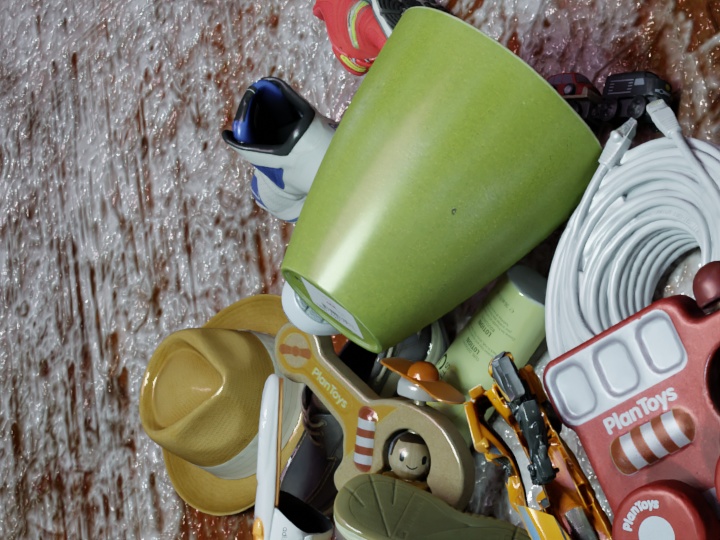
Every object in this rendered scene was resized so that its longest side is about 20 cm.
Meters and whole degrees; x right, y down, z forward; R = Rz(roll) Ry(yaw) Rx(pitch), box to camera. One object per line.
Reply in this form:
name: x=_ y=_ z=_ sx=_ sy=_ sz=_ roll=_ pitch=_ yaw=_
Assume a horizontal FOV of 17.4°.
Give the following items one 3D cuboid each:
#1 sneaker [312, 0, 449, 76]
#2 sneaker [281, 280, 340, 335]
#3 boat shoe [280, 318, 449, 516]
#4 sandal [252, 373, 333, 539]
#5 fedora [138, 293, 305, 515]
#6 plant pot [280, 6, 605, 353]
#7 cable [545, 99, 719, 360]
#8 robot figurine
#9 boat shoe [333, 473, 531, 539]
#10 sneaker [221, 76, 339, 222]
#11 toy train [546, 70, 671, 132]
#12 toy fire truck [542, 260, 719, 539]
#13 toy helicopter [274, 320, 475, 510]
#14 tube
sneaker: x=0.017 y=-0.191 z=1.893 sx=0.085 sy=0.076 sz=0.200 roll=-67 pitch=30 yaw=21
sneaker: x=0.000 y=0.000 z=1.755 sx=0.073 sy=0.200 sz=0.071 roll=52 pitch=133 yaw=1
boat shoe: x=-0.014 y=0.102 z=1.787 sx=0.201 sy=0.073 sz=0.075 roll=-57 pitch=40 yaw=16
sandal: x=-0.049 y=0.180 z=1.731 sx=0.079 sy=0.059 sz=0.209 roll=-87 pitch=0 yaw=-74
fedora: x=-0.120 y=0.102 z=1.907 sx=0.200 sy=0.081 sz=0.202 roll=-23 pitch=58 yaw=43
plant pot: x=0.042 y=-0.047 z=1.645 sx=0.200 sy=0.187 sz=0.187 roll=-51 pitch=37 yaw=-11
cable: x=0.207 y=0.012 z=1.566 sx=0.201 sy=0.069 sz=0.200 roll=-58 pitch=40 yaw=16
robot figurine: x=0.124 y=0.148 z=1.521 sx=0.058 sy=0.145 sz=0.201 roll=-27 pitch=76 yaw=3
boat shoe: x=0.071 y=0.207 z=1.599 sx=0.072 sy=0.200 sz=0.066 roll=-56 pitch=-14 yaw=-34
sneaker: x=-0.056 y=-0.102 z=1.856 sx=0.081 sy=0.115 sz=0.199 roll=-55 pitch=16 yaw=-11
toy train: x=0.151 y=-0.123 z=1.719 sx=0.199 sy=0.034 sz=0.046 roll=0 pitch=71 yaw=50
toy fire truck: x=0.217 y=0.090 z=1.436 sx=0.199 sy=0.112 sz=0.169 roll=-33 pitch=78 yaw=36
toy helicopter: x=0.009 y=0.100 z=1.691 sx=0.200 sy=0.079 sz=0.133 roll=45 pitch=122 yaw=27
tube: x=0.076 y=0.087 z=1.709 sx=0.201 sy=0.052 sz=0.058 roll=-56 pitch=10 yaw=26
